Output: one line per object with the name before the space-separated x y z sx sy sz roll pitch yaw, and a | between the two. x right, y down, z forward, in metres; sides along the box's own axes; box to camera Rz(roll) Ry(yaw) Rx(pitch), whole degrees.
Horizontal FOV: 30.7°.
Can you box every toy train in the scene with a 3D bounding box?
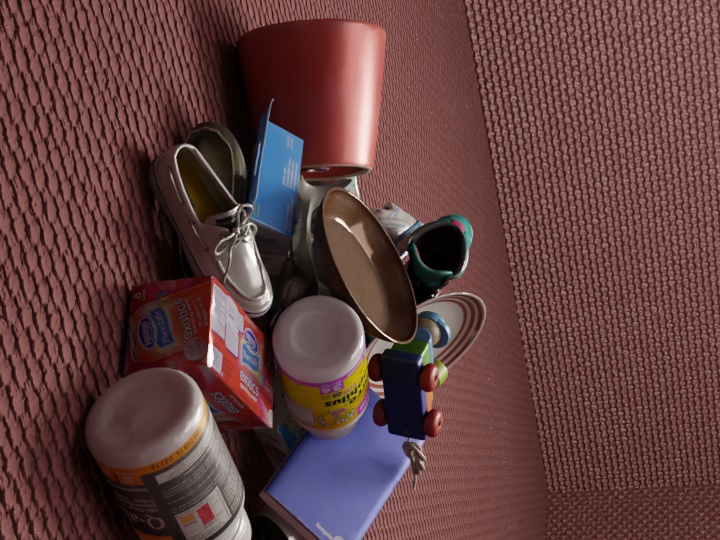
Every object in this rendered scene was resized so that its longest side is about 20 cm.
toy train | 0.073 0.157 1.615 0.116 0.084 0.202 -55 146 -47

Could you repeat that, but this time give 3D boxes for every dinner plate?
dinner plate | 0.073 0.093 1.692 0.024 0.199 0.200 55 -1 30

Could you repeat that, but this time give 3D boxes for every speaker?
speaker | -0.042 0.283 1.635 0.199 0.081 0.082 -34 124 -35

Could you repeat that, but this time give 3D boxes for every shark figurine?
shark figurine | -0.055 -0.008 1.603 0.129 0.088 0.216 112 -12 -46

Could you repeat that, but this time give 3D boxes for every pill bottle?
pill bottle | -0.177 0.199 1.252 0.117 0.115 0.202 -78 157 -48
pill bottle | -0.042 0.120 1.508 0.201 0.103 0.105 84 9 -59

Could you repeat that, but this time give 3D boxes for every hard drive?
hard drive | -0.019 0.240 1.601 0.132 0.025 0.201 43 55 -7

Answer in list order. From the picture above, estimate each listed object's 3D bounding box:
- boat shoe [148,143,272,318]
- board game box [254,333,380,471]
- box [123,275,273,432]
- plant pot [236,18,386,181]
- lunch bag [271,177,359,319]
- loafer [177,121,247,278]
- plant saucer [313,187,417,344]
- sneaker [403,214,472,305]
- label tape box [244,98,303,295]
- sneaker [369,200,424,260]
boat shoe | -0.144 -0.046 1.380 0.074 0.086 0.204 -31 93 -35
board game box | -0.049 0.161 1.687 0.200 0.064 0.148 -51 142 -25
box | -0.164 0.094 1.376 0.200 0.094 0.101 57 30 -61
plant pot | -0.058 -0.212 1.684 0.200 0.198 0.180 11 75 -74
lunch bag | -0.057 -0.017 1.779 0.171 0.120 0.202 -66 153 -62
loafer | -0.168 -0.069 1.457 0.070 0.074 0.203 30 57 -77
plant saucer | 0.000 0.000 1.539 0.201 0.036 0.202 47 27 -34
sneaker | 0.080 0.013 1.683 0.201 0.083 0.121 -59 173 -1
label tape box | -0.107 -0.083 1.554 0.201 0.065 0.145 117 -19 -55
sneaker | 0.013 -0.035 1.725 0.087 0.075 0.200 45 32 3
